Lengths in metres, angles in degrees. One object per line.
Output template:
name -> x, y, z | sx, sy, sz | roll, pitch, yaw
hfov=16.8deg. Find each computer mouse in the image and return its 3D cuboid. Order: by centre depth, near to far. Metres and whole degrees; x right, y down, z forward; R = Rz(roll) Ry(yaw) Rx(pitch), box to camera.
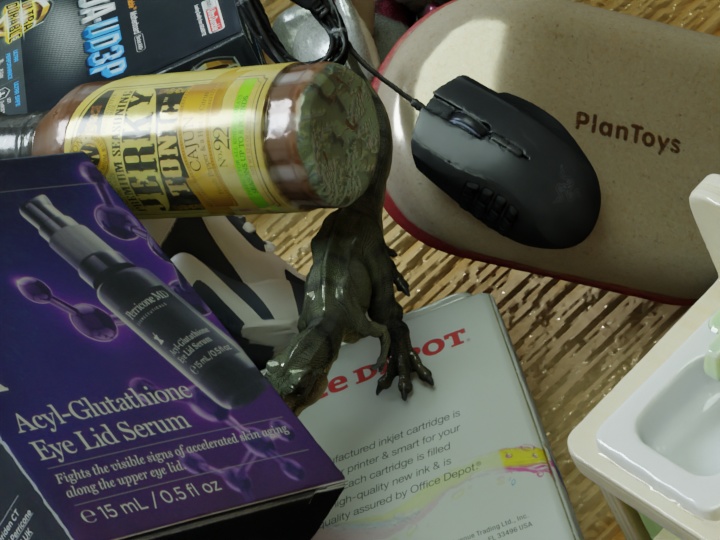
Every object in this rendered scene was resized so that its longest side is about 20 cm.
computer mouse -> 0.024, -0.080, 1.057 | 0.200, 0.034, 0.059 | 36, 72, -6

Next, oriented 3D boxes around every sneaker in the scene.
sneaker -> -0.063, -0.005, 1.147 | 0.198, 0.080, 0.130 | 5, 52, -25

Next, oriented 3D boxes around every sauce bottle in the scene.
sauce bottle -> -0.090, -0.052, 1.054 | 0.199, 0.065, 0.065 | -4, 51, 33

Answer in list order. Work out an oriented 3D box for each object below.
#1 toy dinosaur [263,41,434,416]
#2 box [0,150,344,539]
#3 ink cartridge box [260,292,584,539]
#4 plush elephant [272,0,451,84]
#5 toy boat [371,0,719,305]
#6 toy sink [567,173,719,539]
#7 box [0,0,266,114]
toy dinosaur -> 0.000, 0.000, 1.061 | 0.047, 0.088, 0.201 | -7, 49, 21
box -> -0.131, 0.059, 0.965 | 0.200, 0.148, 0.104 | 49, 125, 23
ink cartridge box -> 0.024, 0.125, 1.062 | 0.145, 0.083, 0.200 | -21, 46, 5
plush elephant -> 0.027, -0.133, 1.243 | 0.199, 0.156, 0.165 | 8, 4, -11
toy boat -> 0.095, -0.052, 1.159 | 0.199, 0.131, 0.131 | 13, 75, -13
toy sink -> 0.169, 0.084, 0.949 | 0.112, 0.200, 0.130 | -44, 44, -16
box -> -0.135, -0.114, 1.315 | 0.158, 0.046, 0.200 | -24, 29, 3
